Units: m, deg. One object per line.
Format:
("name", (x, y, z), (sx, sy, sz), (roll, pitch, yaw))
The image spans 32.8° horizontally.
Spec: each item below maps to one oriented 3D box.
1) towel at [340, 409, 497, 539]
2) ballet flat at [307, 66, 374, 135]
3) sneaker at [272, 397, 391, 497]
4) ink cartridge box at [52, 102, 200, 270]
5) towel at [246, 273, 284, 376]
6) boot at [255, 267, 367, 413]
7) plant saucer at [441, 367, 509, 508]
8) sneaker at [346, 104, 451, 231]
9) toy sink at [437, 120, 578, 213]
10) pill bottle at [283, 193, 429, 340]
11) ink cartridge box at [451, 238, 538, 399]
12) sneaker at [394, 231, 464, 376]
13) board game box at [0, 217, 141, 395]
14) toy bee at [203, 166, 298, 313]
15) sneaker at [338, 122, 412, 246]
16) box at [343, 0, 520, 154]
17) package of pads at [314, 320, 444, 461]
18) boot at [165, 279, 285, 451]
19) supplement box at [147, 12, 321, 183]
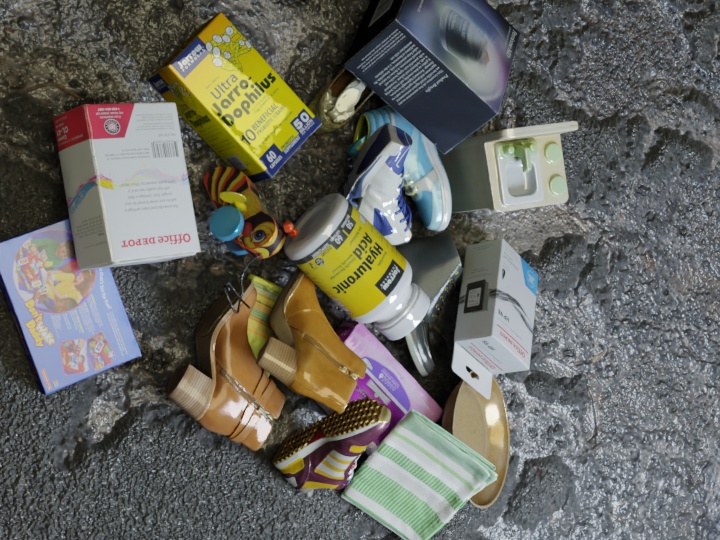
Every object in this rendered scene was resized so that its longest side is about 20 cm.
("towel", (0.079, 0.295, 1.702), (0.152, 0.200, 0.023), (35, 36, -6))
("ballet flat", (-0.001, -0.271, 1.743), (0.071, 0.071, 0.200), (45, 72, -17))
("sneaker", (-0.023, 0.244, 1.670), (0.090, 0.199, 0.075), (50, 34, -19))
("ink cartridge box", (-0.298, -0.108, 1.565), (0.147, 0.085, 0.202), (-8, 89, -47))
("towel", (-0.157, 0.111, 1.693), (0.086, 0.018, 0.201), (27, 79, -16))
("boot", (-0.053, 0.091, 1.655), (0.143, 0.071, 0.202), (30, 46, -13))
("plant saucer", (0.163, 0.243, 1.782), (0.200, 0.035, 0.202), (14, 73, -59))
("sneaker", (0.049, -0.143, 1.758), (0.130, 0.079, 0.202), (-14, 85, -26))
("toy sink", (0.217, -0.143, 1.767), (0.129, 0.200, 0.113), (-10, 93, -25))
("pill bottle", (0.000, 0.000, 1.657), (0.200, 0.111, 0.112), (44, 73, -21))
("ink cartridge box", (0.196, 0.072, 1.770), (0.116, 0.066, 0.202), (40, 50, -43))
("sneaker", (0.106, 0.047, 1.761), (0.105, 0.075, 0.202), (-13, 93, 1))
("board game box", (-0.381, 0.041, 1.575), (0.134, 0.045, 0.202), (-21, 98, -23))
("toy bee", (-0.137, -0.056, 1.626), (0.108, 0.131, 0.202), (-21, 84, 11))
("sneaker", (0.035, -0.102, 1.706), (0.114, 0.081, 0.200), (23, 121, -17))
("box", (0.106, -0.312, 1.722), (0.198, 0.123, 0.201), (39, 44, -20))
("package of pads", (0.014, 0.179, 1.735), (0.200, 0.076, 0.121), (47, 70, -16))
("boot", (-0.156, 0.129, 1.653), (0.154, 0.074, 0.201), (37, 74, -23))
("supplement box", (-0.169, -0.227, 1.642), (0.200, 0.109, 0.109), (46, 72, -16))
